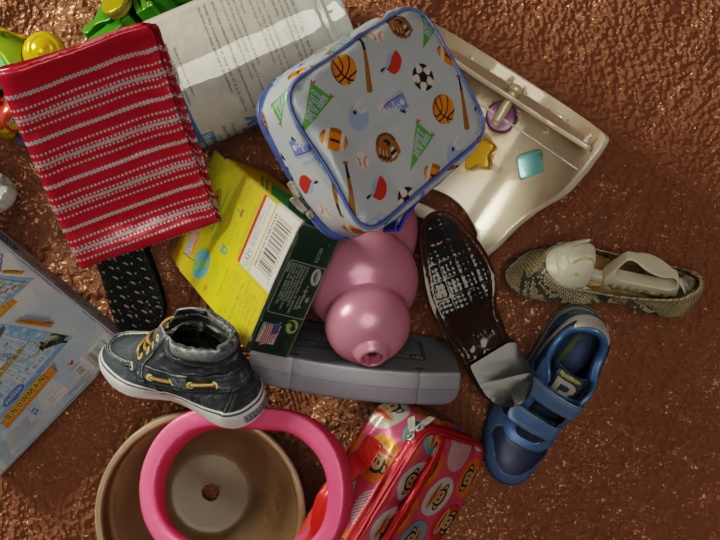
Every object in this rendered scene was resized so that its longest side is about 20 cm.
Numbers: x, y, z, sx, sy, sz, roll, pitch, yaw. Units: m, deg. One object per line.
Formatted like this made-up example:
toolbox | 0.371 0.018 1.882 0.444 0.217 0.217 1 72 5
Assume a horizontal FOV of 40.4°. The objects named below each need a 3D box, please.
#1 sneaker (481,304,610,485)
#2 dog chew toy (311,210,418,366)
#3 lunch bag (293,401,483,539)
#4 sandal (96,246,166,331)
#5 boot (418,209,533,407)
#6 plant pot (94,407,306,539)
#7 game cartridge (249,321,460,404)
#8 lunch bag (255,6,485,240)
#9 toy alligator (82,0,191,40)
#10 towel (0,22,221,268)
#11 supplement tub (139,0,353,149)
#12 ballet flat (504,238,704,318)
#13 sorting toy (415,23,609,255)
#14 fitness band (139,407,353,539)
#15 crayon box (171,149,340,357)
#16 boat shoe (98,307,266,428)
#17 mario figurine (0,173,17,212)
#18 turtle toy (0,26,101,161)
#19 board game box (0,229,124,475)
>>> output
sneaker | 0.186 0.126 0.985 0.074 0.082 0.201 27 92 -5
dog chew toy | 0.000 0.000 0.918 0.123 0.125 0.201 -6 50 -2
lunch bag | 0.020 0.221 0.934 0.082 0.176 0.201 32 92 36
sandal | -0.241 -0.036 0.984 0.074 0.045 0.202 -9 105 3
boot | 0.102 0.040 0.976 0.074 0.097 0.201 -21 88 -7
plant pot | -0.152 0.231 0.968 0.199 0.093 0.203 0 91 -2
game cartridge | -0.006 0.088 0.948 0.198 0.133 0.041 7 99 -2
lunch bag | 0.012 -0.122 0.845 0.200 0.075 0.161 -40 107 -31
toy alligator | -0.234 -0.254 0.970 0.199 0.059 0.055 -25 57 15
towel | -0.218 -0.108 0.869 0.143 0.023 0.201 -18 119 -5
supplement tub | -0.109 -0.205 0.935 0.199 0.132 0.133 -22 93 -1
ballet flat | 0.249 0.001 0.985 0.198 0.075 0.068 10 63 -2
sorting toy | 0.111 -0.112 0.969 0.199 0.107 0.181 34 106 5
fitness band | -0.104 0.194 0.870 0.198 0.037 0.145 0 80 18
crayon box | -0.105 -0.023 0.927 0.051 0.200 0.128 15 107 -38
boat shoe | -0.172 0.070 0.888 0.199 0.071 0.091 13 132 34
mario figurine | -0.410 -0.089 0.936 0.123 0.106 0.202 -21 103 -37
turtle toy | -0.309 -0.160 0.897 0.199 0.146 0.102 25 82 -7
board game box | -0.367 0.075 0.945 0.200 0.041 0.200 -45 116 -1
